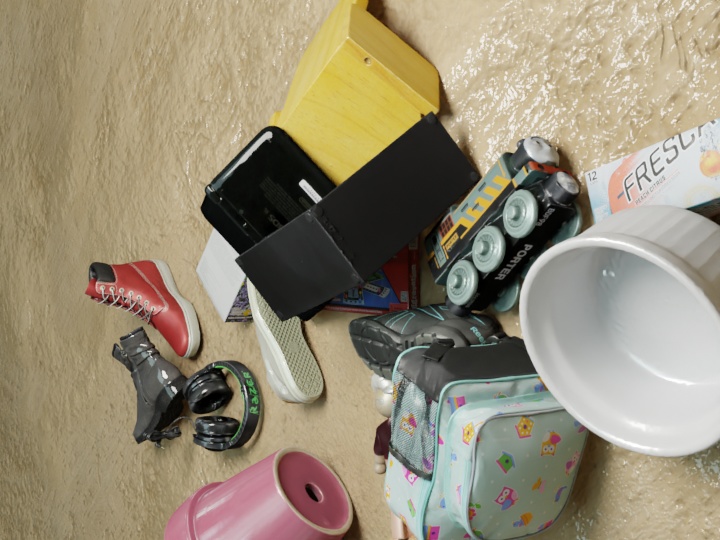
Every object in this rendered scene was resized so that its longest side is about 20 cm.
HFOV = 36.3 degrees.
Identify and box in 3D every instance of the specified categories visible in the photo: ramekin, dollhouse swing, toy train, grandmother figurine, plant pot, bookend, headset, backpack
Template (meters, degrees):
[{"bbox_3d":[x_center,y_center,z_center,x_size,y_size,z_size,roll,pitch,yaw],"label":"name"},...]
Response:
[{"bbox_3d":[0.239,0.043,0.904,0.200,0.098,0.201,27,134,32],"label":"ramekin"},{"bbox_3d":[0.003,-0.214,1.305,0.181,0.176,0.200,38,131,-5],"label":"dollhouse swing"},{"bbox_3d":[0.140,-0.043,1.099,0.200,0.085,0.114,-53,42,38],"label":"toy train"},{"bbox_3d":[0.048,0.210,1.242,0.121,0.060,0.201,-15,82,43],"label":"grandmother figurine"},{"bbox_3d":[-0.113,0.321,1.361,0.179,0.200,0.200,-46,55,24],"label":"plant pot"},{"bbox_3d":[-0.006,-0.055,1.197,0.092,0.200,0.199,53,150,-6],"label":"bookend"},{"bbox_3d":[-0.224,0.203,1.563,0.200,0.094,0.124,-32,66,41],"label":"headset"},{"bbox_3d":[0.117,0.181,1.057,0.153,0.175,0.201,42,127,48],"label":"backpack"}]

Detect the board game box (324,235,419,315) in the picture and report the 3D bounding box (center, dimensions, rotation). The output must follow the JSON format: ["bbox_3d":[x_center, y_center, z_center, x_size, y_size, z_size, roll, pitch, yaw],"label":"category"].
[{"bbox_3d":[0.000,0.000,1.328,0.200,0.019,0.104,2,92,52],"label":"board game box"}]

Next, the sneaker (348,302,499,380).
[{"bbox_3d":[0.067,0.076,1.198,0.200,0.079,0.076,5,121,50],"label":"sneaker"}]

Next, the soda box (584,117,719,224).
[{"bbox_3d":[0.284,-0.080,0.914,0.200,0.068,0.064,-23,73,51],"label":"soda box"}]

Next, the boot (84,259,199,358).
[{"bbox_3d":[-0.337,0.060,1.666,0.200,0.144,0.073,52,128,36],"label":"boot"}]

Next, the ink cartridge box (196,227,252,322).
[{"bbox_3d":[-0.155,-0.037,1.504,0.109,0.050,0.200,55,130,36],"label":"ink cartridge box"}]

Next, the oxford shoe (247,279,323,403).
[{"bbox_3d":[-0.108,0.086,1.429,0.058,0.075,0.201,-39,65,44],"label":"oxford shoe"}]

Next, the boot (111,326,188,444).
[{"bbox_3d":[-0.330,0.172,1.677,0.132,0.070,0.200,48,135,10],"label":"boot"}]

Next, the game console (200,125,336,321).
[{"bbox_3d":[-0.087,-0.053,1.333,0.176,0.116,0.200,-43,91,14],"label":"game console"}]
